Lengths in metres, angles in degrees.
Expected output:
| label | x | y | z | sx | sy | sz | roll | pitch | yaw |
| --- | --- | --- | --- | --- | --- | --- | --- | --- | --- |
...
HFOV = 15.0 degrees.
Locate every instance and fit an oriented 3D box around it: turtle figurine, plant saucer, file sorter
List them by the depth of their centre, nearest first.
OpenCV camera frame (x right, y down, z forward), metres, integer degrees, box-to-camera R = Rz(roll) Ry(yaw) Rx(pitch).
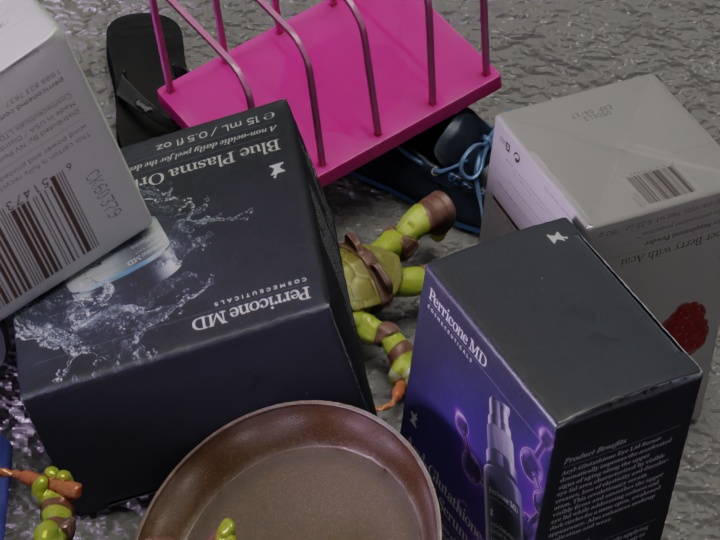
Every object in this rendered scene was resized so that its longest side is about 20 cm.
| label | x | y | z | sx | sy | sz | roll | pitch | yaw |
| --- | --- | --- | --- | --- | --- | --- | --- | --- | --- |
| turtle figurine | -0.150 | 0.179 | 1.519 | 0.160 | 0.065 | 0.200 | 5 | 25 | -7 |
| plant saucer | -0.040 | 0.172 | 1.579 | 0.199 | 0.032 | 0.202 | -12 | 58 | 21 |
| turtle figurine | 0.000 | 0.000 | 1.809 | 0.161 | 0.065 | 0.200 | -25 | 50 | -30 |
| file sorter | -0.026 | -0.162 | 1.855 | 0.199 | 0.126 | 0.139 | -30 | 53 | -19 |

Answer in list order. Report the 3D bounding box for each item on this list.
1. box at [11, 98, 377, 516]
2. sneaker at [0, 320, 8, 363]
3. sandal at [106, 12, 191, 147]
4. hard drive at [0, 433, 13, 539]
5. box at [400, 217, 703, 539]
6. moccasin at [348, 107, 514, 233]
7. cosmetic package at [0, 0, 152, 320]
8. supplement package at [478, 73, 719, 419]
| label | x | y | z | sx | sy | sz | roll | pitch | yaw |
| --- | --- | --- | --- | --- | --- | --- | --- | --- | --- |
| box | -0.109 | 0.020 | 1.694 | 0.195 | 0.118 | 0.201 | -17 | 44 | 3 |
| sneaker | -0.254 | -0.015 | 1.780 | 0.081 | 0.077 | 0.200 | -9 | 44 | -25 |
| sandal | -0.144 | -0.124 | 1.947 | 0.076 | 0.043 | 0.201 | -9 | 44 | -17 |
| hard drive | -0.260 | 0.130 | 1.571 | 0.132 | 0.025 | 0.201 | 40 | 23 | -24 |
| box | 0.105 | 0.096 | 1.611 | 0.104 | 0.201 | 0.148 | -18 | 47 | -25 |
| moccasin | 0.062 | -0.079 | 1.901 | 0.199 | 0.069 | 0.081 | 17 | 43 | 12 |
| cosmetic package | -0.258 | -0.091 | 1.654 | 0.164 | 0.166 | 0.200 | -33 | 45 | -11 |
| supplement package | 0.152 | 0.000 | 1.724 | 0.120 | 0.201 | 0.120 | -16 | 45 | -23 |
